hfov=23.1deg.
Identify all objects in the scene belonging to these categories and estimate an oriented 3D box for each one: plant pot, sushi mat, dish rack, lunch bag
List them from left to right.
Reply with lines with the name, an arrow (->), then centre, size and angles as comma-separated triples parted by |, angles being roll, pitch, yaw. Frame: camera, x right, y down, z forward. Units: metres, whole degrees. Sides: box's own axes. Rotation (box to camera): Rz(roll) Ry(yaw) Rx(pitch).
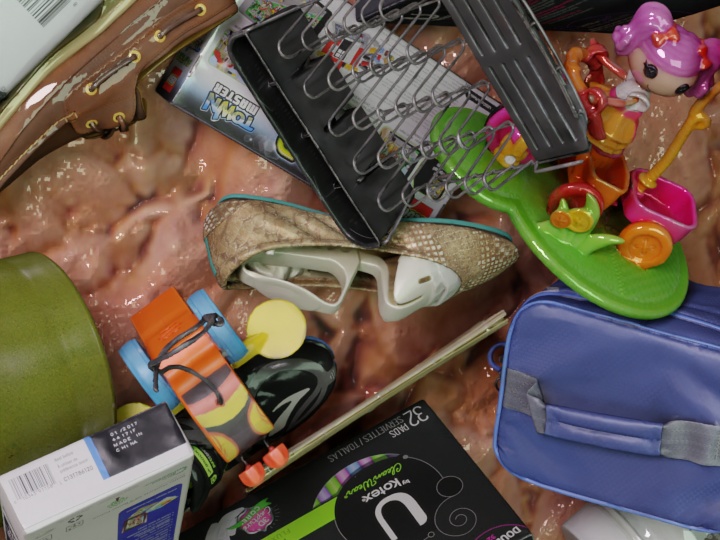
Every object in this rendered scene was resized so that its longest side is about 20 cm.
plant pot -> -0.248, 0.076, 0.983 | 0.192, 0.200, 0.201 | -20, 116, -30
sushi mat -> 0.007, 0.086, 1.149 | 0.200, 0.096, 0.012 | -32, 87, -11
dish rack -> 0.030, -0.098, 0.982 | 0.055, 0.200, 0.154 | -45, 111, -32
lunch bag -> 0.180, 0.078, 1.154 | 0.132, 0.199, 0.136 | -30, 129, -63

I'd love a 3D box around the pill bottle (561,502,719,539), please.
pill bottle -> 0.250, 0.160, 1.265 | 0.200, 0.114, 0.114 | -37, 119, -8

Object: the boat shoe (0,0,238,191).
boat shoe -> -0.151, -0.106, 1.004 | 0.068, 0.072, 0.200 | 44, 86, -10

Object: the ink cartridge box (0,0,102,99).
ink cartridge box -> -0.239, -0.159, 0.947 | 0.200, 0.083, 0.147 | -44, 120, -4

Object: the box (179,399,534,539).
box -> 0.001, 0.210, 1.141 | 0.200, 0.149, 0.125 | -28, 133, -13

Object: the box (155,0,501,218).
box -> -0.016, -0.107, 1.094 | 0.200, 0.035, 0.110 | 30, 95, -30

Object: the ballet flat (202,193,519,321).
ballet flat -> 0.000, 0.000, 1.095 | 0.199, 0.066, 0.071 | 5, 150, -4

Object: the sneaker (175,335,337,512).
sneaker -> -0.096, 0.112, 1.111 | 0.199, 0.083, 0.071 | -31, 118, -11

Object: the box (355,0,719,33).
box -> 0.107, -0.205, 1.049 | 0.199, 0.122, 0.107 | -2, 87, -24

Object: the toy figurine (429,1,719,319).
toy figurine -> 0.172, -0.096, 1.051 | 0.200, 0.150, 0.184 | 29, 127, -16

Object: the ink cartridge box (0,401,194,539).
ink cartridge box -> -0.149, 0.142, 0.990 | 0.099, 0.039, 0.200 | -24, 160, -20

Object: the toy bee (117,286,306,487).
toy bee -> -0.092, 0.075, 1.025 | 0.131, 0.200, 0.109 | -31, 102, 16
